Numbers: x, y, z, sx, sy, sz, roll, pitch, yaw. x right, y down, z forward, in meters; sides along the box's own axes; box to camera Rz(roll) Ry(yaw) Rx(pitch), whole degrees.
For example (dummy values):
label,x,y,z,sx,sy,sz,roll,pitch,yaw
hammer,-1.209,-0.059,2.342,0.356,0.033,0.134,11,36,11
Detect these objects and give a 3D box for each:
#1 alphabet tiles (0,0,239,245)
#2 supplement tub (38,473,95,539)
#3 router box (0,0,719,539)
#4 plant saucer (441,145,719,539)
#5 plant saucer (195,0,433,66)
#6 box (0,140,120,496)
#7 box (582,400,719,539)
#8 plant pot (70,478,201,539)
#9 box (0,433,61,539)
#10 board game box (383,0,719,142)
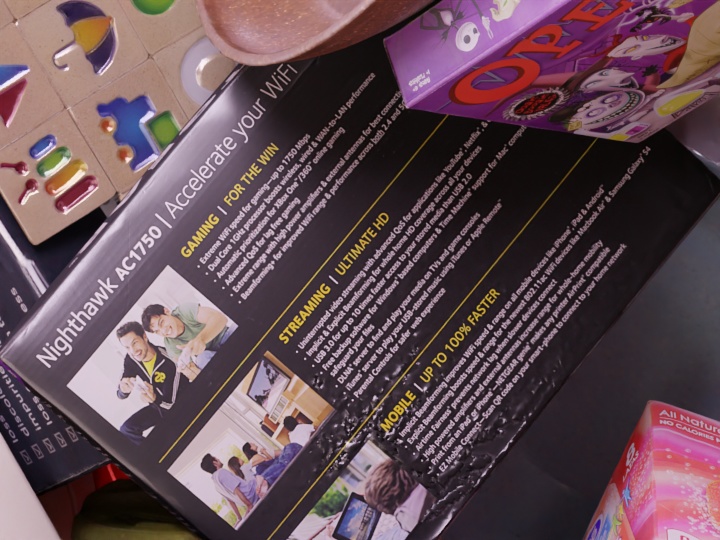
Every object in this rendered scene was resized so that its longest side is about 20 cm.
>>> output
label,x,y,z,sx,sy,sz,roll,pitch,yaw
alphabet tiles,-0.051,-0.103,0.905,0.167,0.199,0.006,59,167,-12
supplement tub,-0.210,0.125,1.103,0.131,0.200,0.133,9,113,23
router box,0.000,0.000,0.887,0.149,0.051,0.200,41,84,-6
plant saucer,0.097,0.038,1.009,0.200,0.039,0.202,9,113,23
plant saucer,0.017,-0.148,0.817,0.037,0.201,0.200,24,128,-28
box,-0.129,-0.028,1.006,0.201,0.124,0.196,57,148,-4
box,0.174,0.136,0.937,0.199,0.103,0.095,20,118,-5
plant pot,-0.041,0.175,1.061,0.199,0.200,0.186,-1,98,27
box,-0.170,0.091,0.969,0.201,0.078,0.095,60,147,2
board game box,0.116,-0.097,0.772,0.200,0.120,0.032,-32,63,36
